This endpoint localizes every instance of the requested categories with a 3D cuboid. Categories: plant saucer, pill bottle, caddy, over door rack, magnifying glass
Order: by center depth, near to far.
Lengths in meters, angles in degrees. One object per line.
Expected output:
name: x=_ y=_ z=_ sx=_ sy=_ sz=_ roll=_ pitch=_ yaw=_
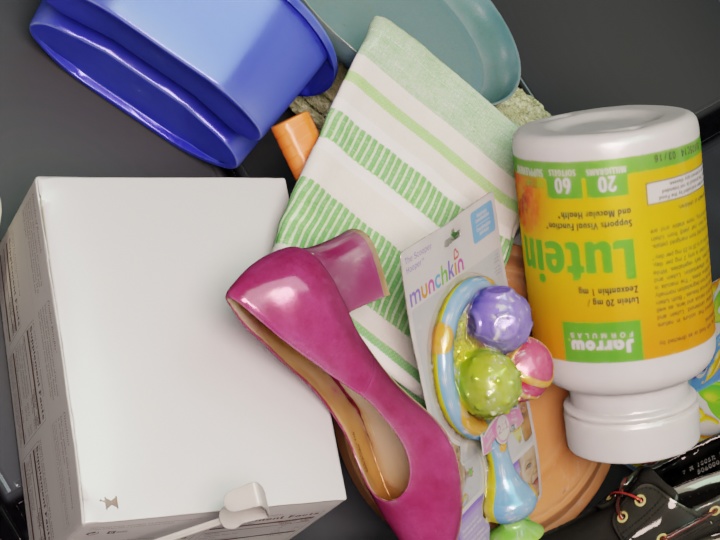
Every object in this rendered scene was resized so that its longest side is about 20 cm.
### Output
over door rack: x=-0.110 y=0.214 z=0.854 sx=0.067 sy=0.199 sz=0.149 roll=25 pitch=45 yaw=-64
magnifying glass: x=0.000 y=0.000 z=0.990 sx=0.079 sy=0.022 sz=0.201 roll=-28 pitch=99 yaw=-20
pill bottle: x=0.155 y=0.008 z=0.991 sx=0.111 sy=0.111 sz=0.201 roll=-15 pitch=105 yaw=-31
caddy: x=-0.110 y=-0.157 z=1.029 sx=0.199 sy=0.141 sz=0.105 roll=34 pitch=71 yaw=-8
plant saucer: x=0.080 y=0.081 z=1.042 sx=0.199 sy=0.032 sz=0.202 roll=1 pitch=88 yaw=-21
plant saucer: x=0.020 y=-0.175 z=1.102 sx=0.199 sy=0.027 sz=0.201 roll=25 pitch=37 yaw=-21

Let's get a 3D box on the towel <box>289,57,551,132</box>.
towel: x=0.045 y=-0.110 z=1.131 sx=0.200 sy=0.037 sz=0.148 roll=41 pitch=50 yaw=9

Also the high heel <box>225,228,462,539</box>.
high heel: x=-0.008 y=0.082 z=0.889 sx=0.096 sy=0.067 sz=0.201 roll=-25 pitch=106 yaw=-38

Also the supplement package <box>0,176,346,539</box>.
supplement package: x=-0.114 y=0.058 z=0.952 sx=0.155 sy=0.111 sz=0.201 roll=-1 pitch=68 yaw=-26

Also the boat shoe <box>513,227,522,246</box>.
boat shoe: x=0.124 y=-0.006 z=1.125 sx=0.200 sy=0.071 sz=0.070 roll=-33 pitch=100 yaw=-30

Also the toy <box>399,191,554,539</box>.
toy: x=0.082 y=0.067 z=0.953 sx=0.115 sy=0.047 sz=0.201 roll=-34 pitch=121 yaw=-54

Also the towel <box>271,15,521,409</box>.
towel: x=0.032 y=-0.034 z=0.987 sx=0.152 sy=0.023 sz=0.201 roll=36 pitch=61 yaw=-21

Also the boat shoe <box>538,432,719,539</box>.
boat shoe: x=0.174 y=0.146 z=0.991 sx=0.200 sy=0.074 sz=0.063 roll=-20 pitch=113 yaw=-6

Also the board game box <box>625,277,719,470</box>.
board game box: x=0.260 y=0.070 z=1.075 sx=0.105 sy=0.200 sz=0.103 roll=31 pitch=57 yaw=-11
